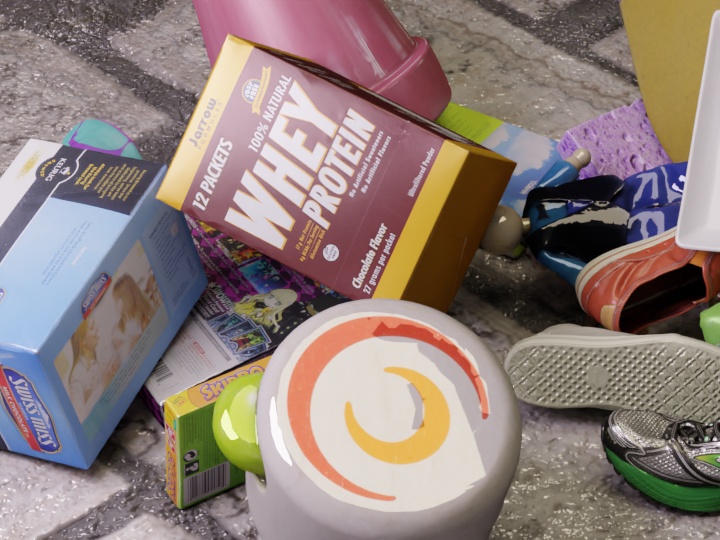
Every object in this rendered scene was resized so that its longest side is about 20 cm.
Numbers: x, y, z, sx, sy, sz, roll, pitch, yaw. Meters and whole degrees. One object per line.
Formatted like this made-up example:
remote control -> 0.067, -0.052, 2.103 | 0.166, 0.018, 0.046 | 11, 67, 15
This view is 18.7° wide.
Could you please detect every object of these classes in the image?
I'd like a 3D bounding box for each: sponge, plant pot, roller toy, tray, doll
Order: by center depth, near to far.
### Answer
roller toy -> 0.015, 0.128, 1.487 | 0.182, 0.140, 0.200 | -37, 70, -26
tray -> 0.305, -0.101, 1.650 | 0.106, 0.022, 0.202 | 7, 70, 16
doll -> 0.189, -0.047, 1.730 | 0.198, 0.049, 0.137 | -11, 53, 3
plant pot -> 0.346, -0.163, 1.798 | 0.194, 0.194, 0.202 | 7, 67, -20
plant pot -> -0.046, -0.182, 1.833 | 0.199, 0.180, 0.200 | -25, 16, 8
sponge -> 0.270, -0.102, 1.855 | 0.199, 0.030, 0.112 | -25, 66, -37

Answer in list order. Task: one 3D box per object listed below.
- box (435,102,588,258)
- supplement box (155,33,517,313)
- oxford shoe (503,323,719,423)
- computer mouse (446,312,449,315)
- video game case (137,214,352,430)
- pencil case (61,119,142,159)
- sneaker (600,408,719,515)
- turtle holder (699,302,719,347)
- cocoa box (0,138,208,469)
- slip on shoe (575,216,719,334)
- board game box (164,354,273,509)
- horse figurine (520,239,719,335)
box -> 0.097, -0.082, 1.863 | 0.199, 0.048, 0.122 | 22, 43, 26
supplement box -> -0.013, -0.068, 1.640 | 0.199, 0.134, 0.197 | 27, 7, 13
oxford shoe -> 0.207, 0.077, 1.635 | 0.198, 0.076, 0.058 | 6, 13, 9
computer mouse -> 0.000, 0.000, 1.769 | 0.058, 0.034, 0.199 | -30, 46, -34
video game case -> -0.119, 0.025, 1.723 | 0.180, 0.036, 0.200 | -26, 42, -19
pencil case -> -0.266, -0.041, 1.788 | 0.092, 0.086, 0.200 | 13, 39, 34
sneaker -> 0.269, 0.124, 1.552 | 0.198, 0.086, 0.078 | 9, 37, 14
turtle holder -> 0.364, 0.035, 1.647 | 0.185, 0.141, 0.132 | -40, 26, 4
cocoa box -> -0.224, 0.022, 1.621 | 0.130, 0.134, 0.201 | 11, 50, 25
slip on shoe -> 0.263, -0.005, 1.667 | 0.199, 0.074, 0.061 | -24, 44, -6
board game box -> -0.050, 0.098, 1.584 | 0.199, 0.096, 0.030 | -20, 46, -24
horse figurine -> 0.236, 0.006, 1.742 | 0.198, 0.050, 0.133 | -12, 42, -7
